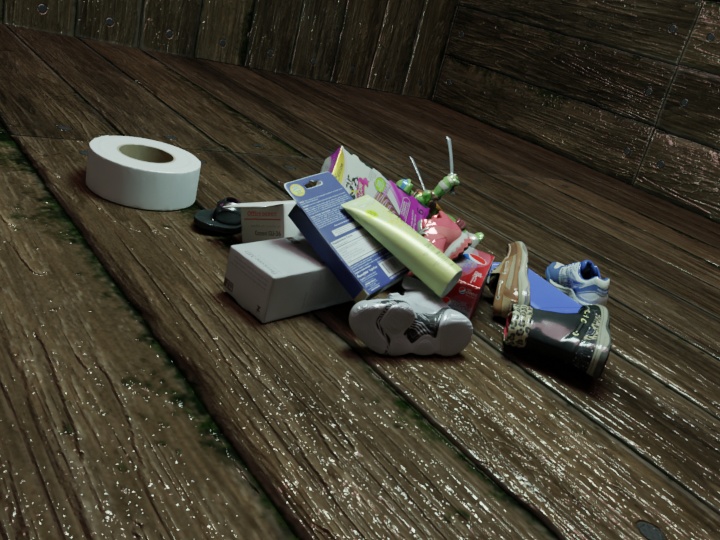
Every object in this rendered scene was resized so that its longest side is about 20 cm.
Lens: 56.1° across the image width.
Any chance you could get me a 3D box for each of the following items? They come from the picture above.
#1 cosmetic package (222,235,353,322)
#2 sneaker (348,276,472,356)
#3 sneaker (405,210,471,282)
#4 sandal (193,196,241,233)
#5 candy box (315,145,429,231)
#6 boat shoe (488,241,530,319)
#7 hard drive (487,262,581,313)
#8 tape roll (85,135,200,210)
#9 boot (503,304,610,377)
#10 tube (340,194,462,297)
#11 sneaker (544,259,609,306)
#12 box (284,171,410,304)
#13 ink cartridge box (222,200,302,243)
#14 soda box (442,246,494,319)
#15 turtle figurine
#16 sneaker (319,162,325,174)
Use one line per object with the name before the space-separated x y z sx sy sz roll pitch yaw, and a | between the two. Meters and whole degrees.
cosmetic package | -0.090 0.004 0.980 0.101 0.076 0.197 32 26 32
sneaker | 0.056 0.062 0.954 0.195 0.077 0.115 10 20 -30
sneaker | 0.108 -0.035 1.096 0.088 0.073 0.200 54 37 -3
sandal | -0.214 -0.105 1.198 0.074 0.049 0.198 29 24 30
candy box | 0.014 -0.090 1.120 0.197 0.139 0.061 30 -30 -23
boat shoe | 0.258 0.013 1.182 0.069 0.078 0.202 -1 31 12
hard drive | 0.318 0.040 1.260 0.129 0.026 0.200 2 26 -32
tape roll | -0.392 -0.179 1.222 0.196 0.073 0.203 14 22 -6
boot | 0.307 0.085 1.059 0.150 0.076 0.204 17 20 10
tube | 0.061 -0.044 0.989 0.199 0.052 0.058 42 -7 18
sneaker | 0.428 0.016 1.314 0.073 0.091 0.201 7 21 -15
box | -0.024 -0.052 0.985 0.202 0.032 0.120 52 37 10
ink cartridge box | -0.123 -0.082 1.137 0.114 0.070 0.197 3 8 42
soda box | 0.179 0.020 1.146 0.062 0.072 0.200 21 22 11
turtle figurine | 0.168 -0.141 1.340 0.194 0.143 0.202 46 44 -14
sneaker | -0.059 -0.128 1.365 0.069 0.115 0.200 18 -10 13
